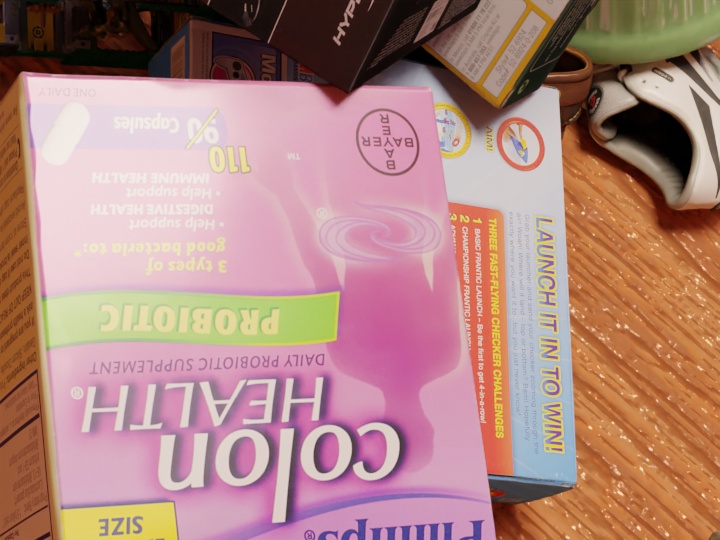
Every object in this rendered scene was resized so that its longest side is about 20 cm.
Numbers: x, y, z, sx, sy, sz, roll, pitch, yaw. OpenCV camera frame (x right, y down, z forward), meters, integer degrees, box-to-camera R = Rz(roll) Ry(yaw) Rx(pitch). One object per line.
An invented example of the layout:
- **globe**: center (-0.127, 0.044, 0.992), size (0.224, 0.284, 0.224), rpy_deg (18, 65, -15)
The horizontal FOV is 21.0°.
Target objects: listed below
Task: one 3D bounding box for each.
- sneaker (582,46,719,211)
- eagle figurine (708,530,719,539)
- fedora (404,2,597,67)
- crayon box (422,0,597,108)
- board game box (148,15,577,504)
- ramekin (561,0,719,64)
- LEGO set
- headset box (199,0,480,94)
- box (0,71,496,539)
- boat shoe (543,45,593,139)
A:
- **sneaker**: center (0.154, -0.118, 1.120), size (0.088, 0.074, 0.200), rpy_deg (-20, 66, -43)
- **eagle figurine**: center (0.177, 0.240, 0.824), size (0.152, 0.151, 0.200), rpy_deg (-44, 118, -7)
- **fedora**: center (0.046, -0.184, 0.993), size (0.201, 0.201, 0.092), rpy_deg (46, 17, 11)
- **crayon box**: center (0.031, -0.189, 0.906), size (0.200, 0.126, 0.052), rpy_deg (41, 31, 11)
- **board game box**: center (0.000, 0.000, 0.898), size (0.195, 0.056, 0.201), rpy_deg (9, 70, -26)
- **ramekin**: center (0.145, -0.223, 1.096), size (0.199, 0.098, 0.201), rpy_deg (-4, 55, 5)
- **LEGO set**: center (-0.142, -0.170, 0.927), size (0.199, 0.154, 0.116), rpy_deg (-1, 81, -18)
- **headset box**: center (-0.043, -0.173, 0.824), size (0.200, 0.077, 0.149), rpy_deg (34, 30, 10)
- **box**: center (-0.055, 0.033, 0.770), size (0.175, 0.097, 0.201), rpy_deg (0, 75, -25)
- **boat shoe**: center (0.034, -0.124, 1.058), size (0.199, 0.068, 0.072), rpy_deg (18, 47, -17)
